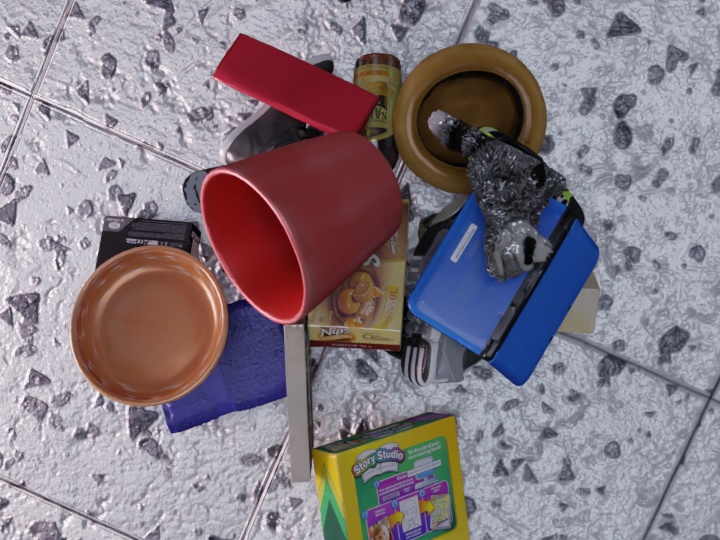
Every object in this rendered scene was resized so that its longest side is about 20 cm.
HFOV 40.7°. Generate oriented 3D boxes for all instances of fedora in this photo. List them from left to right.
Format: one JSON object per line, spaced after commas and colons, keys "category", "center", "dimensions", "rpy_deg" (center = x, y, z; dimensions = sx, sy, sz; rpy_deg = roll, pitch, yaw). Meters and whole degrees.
{"category": "fedora", "center": [0.135, -0.191, 1.244], "dimensions": [0.199, 0.082, 0.202], "rpy_deg": [0, 92, -7]}

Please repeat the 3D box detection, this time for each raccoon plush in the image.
{"category": "raccoon plush", "center": [0.137, -0.076, 1.087], "dimensions": [0.200, 0.097, 0.135], "rpy_deg": [35, 99, 37]}

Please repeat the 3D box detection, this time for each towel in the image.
{"category": "towel", "center": [-0.186, 0.120, 1.302], "dimensions": [0.199, 0.050, 0.149], "rpy_deg": [-18, 100, 3]}

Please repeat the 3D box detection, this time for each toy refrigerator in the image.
{"category": "toy refrigerator", "center": [0.200, 0.035, 1.255], "dimensions": [0.198, 0.076, 0.070], "rpy_deg": [3, 113, 2]}

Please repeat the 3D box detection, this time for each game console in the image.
{"category": "game console", "center": [0.174, 0.010, 1.154], "dimensions": [0.170, 0.118, 0.201], "rpy_deg": [31, 84, 8]}

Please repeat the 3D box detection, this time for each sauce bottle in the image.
{"category": "sauce bottle", "center": [0.021, -0.174, 1.238], "dimensions": [0.065, 0.066, 0.202], "rpy_deg": [-1, 78, 3]}

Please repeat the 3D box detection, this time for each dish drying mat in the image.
{"category": "dish drying mat", "center": [-0.080, -0.226, 1.206], "dimensions": [0.199, 0.018, 0.077], "rpy_deg": [27, 66, 8]}

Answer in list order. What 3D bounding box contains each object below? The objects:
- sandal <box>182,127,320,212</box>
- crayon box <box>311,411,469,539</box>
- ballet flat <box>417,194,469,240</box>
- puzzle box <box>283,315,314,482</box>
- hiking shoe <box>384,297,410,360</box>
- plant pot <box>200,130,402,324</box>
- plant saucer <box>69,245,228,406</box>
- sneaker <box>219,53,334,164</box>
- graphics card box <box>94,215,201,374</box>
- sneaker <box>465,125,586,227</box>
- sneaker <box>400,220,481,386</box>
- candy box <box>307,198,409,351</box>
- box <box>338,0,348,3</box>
{"category": "sandal", "center": [-0.139, -0.126, 1.281], "dimensions": [0.199, 0.043, 0.077], "rpy_deg": [-24, 92, 4]}
{"category": "crayon box", "center": [0.042, 0.289, 1.241], "dimensions": [0.199, 0.058, 0.174], "rpy_deg": [-10, 93, -38]}
{"category": "ballet flat", "center": [0.166, -0.078, 1.255], "dimensions": [0.199, 0.071, 0.071], "rpy_deg": [-24, 93, 7]}
{"category": "puzzle box", "center": [-0.075, 0.145, 1.214], "dimensions": [0.025, 0.133, 0.202], "rpy_deg": [-1, 104, 0]}
{"category": "hiking shoe", "center": [0.035, 0.057, 1.257], "dimensions": [0.200, 0.101, 0.076], "rpy_deg": [36, 95, 0]}
{"category": "plant pot", "center": [-0.059, -0.064, 1.132], "dimensions": [0.177, 0.200, 0.201], "rpy_deg": [-31, 93, -30]}
{"category": "plant saucer", "center": [-0.258, 0.070, 1.204], "dimensions": [0.199, 0.037, 0.202], "rpy_deg": [-2, 76, 6]}
{"category": "sneaker", "center": [-0.078, -0.184, 1.234], "dimensions": [0.099, 0.071, 0.200], "rpy_deg": [36, 73, 21]}
{"category": "graphics card box", "center": [-0.285, 0.033, 1.262], "dimensions": [0.124, 0.051, 0.202], "rpy_deg": [4, 77, 9]}
{"category": "sneaker", "center": [0.204, -0.099, 1.177], "dimensions": [0.200, 0.083, 0.072], "rpy_deg": [36, 88, -19]}
{"category": "sneaker", "center": [0.117, 0.044, 1.195], "dimensions": [0.115, 0.075, 0.202], "rpy_deg": [9, 94, -36]}
{"category": "candy box", "center": [0.000, 0.000, 1.225], "dimensions": [0.115, 0.055, 0.201], "rpy_deg": [4, 56, 2]}
{"category": "box", "center": [0.033, -0.450, 1.220], "dimensions": [0.199, 0.104, 0.149], "rpy_deg": [-22, 93, 4]}
